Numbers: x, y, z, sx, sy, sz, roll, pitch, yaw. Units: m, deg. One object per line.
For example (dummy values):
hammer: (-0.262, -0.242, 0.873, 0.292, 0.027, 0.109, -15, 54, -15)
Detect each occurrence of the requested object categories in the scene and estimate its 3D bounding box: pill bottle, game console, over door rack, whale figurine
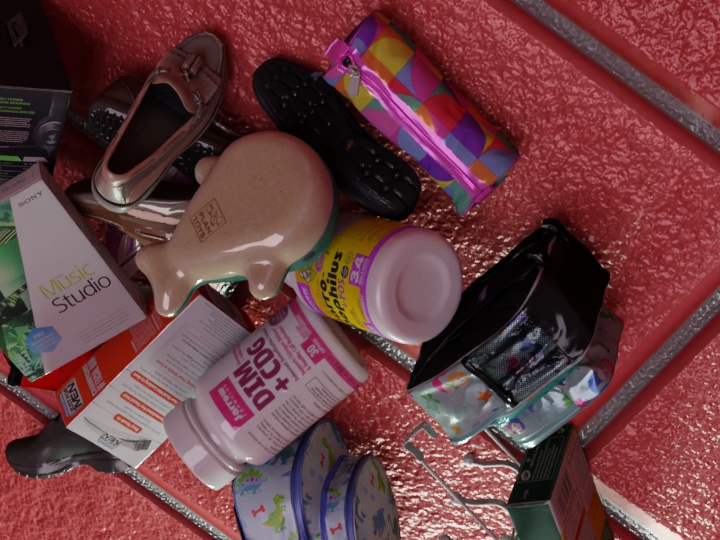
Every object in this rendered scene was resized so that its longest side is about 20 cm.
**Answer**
pill bottle: (-0.098, 0.126, 1.259, 0.199, 0.113, 0.114, -40, 102, 3)
game console: (-0.352, 0.053, 1.384, 0.170, 0.120, 0.200, 9, 157, -17)
pill bottle: (0.000, 0.000, 1.159, 0.199, 0.104, 0.105, 16, 132, 54)
over door rack: (0.107, 0.205, 1.253, 0.066, 0.148, 0.201, -25, 108, 26)
whale figurine: (-0.107, -0.034, 1.116, 0.199, 0.104, 0.160, -36, 62, 9)

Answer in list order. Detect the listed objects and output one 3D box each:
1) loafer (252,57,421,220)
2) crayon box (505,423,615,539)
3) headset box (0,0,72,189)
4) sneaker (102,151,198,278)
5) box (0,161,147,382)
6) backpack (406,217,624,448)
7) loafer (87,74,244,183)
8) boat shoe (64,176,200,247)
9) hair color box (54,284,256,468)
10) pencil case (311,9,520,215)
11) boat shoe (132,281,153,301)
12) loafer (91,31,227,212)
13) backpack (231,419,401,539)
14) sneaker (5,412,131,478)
loafer: (-0.027, -0.120, 1.162, 0.200, 0.068, 0.070, 43, 162, 7)
crayon box: (0.216, 0.279, 1.264, 0.051, 0.126, 0.202, -11, 114, 28)
headset box: (-0.359, -0.159, 1.204, 0.092, 0.175, 0.202, 0, 131, -29)
sneaker: (-0.244, -0.065, 1.285, 0.200, 0.073, 0.114, -40, 97, 22)
box: (-0.321, 0.007, 1.207, 0.143, 0.036, 0.201, -29, 127, 3)
backpack: (0.142, 0.072, 1.139, 0.199, 0.178, 0.151, -37, 99, 28)
loafer: (-0.165, -0.140, 1.204, 0.198, 0.072, 0.073, 25, 148, -14)
boat shoe: (-0.202, -0.049, 1.203, 0.197, 0.076, 0.073, 9, 115, 16)
hair color box: (-0.214, 0.103, 1.298, 0.200, 0.064, 0.111, -44, 132, 5)
pencil case: (0.052, -0.142, 1.105, 0.200, 0.089, 0.088, 41, 126, -8)
boat shoe: (-0.250, 0.053, 1.376, 0.199, 0.073, 0.063, 36, 169, -7)
loafer: (-0.179, -0.145, 1.129, 0.071, 0.202, 0.063, 30, 158, -2)
backpack: (-0.042, 0.270, 1.335, 0.145, 0.183, 0.202, -15, 106, 20)
sneaker: (-0.350, 0.198, 1.492, 0.197, 0.076, 0.092, -9, 106, 19)
